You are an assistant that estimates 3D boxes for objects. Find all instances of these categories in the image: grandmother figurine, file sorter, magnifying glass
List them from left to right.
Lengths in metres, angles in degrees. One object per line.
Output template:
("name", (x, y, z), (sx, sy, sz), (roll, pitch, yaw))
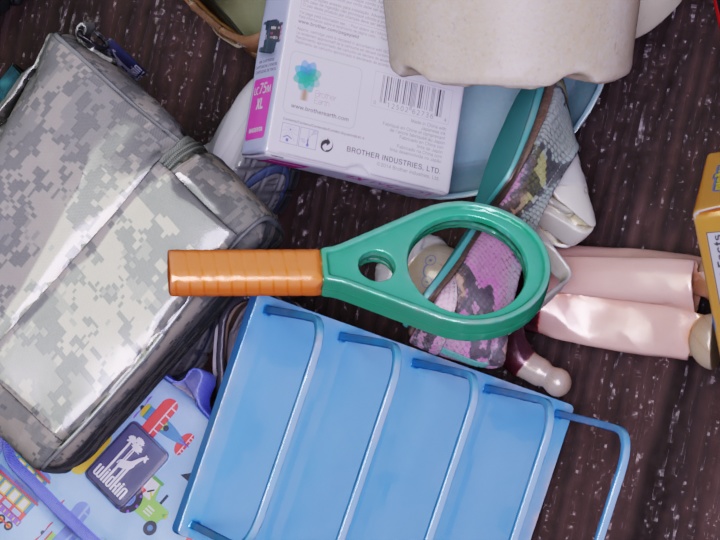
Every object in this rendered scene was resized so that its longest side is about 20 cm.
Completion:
("magnifying glass", (0.000, 0.000, 1.488), (0.199, 0.022, 0.080), (-1, 55, -7))
("file sorter", (0.025, 0.111, 1.549), (0.199, 0.123, 0.139), (20, 86, -18))
("grandmother figurine", (0.105, 0.008, 1.625), (0.199, 0.061, 0.122), (4, 61, 15))

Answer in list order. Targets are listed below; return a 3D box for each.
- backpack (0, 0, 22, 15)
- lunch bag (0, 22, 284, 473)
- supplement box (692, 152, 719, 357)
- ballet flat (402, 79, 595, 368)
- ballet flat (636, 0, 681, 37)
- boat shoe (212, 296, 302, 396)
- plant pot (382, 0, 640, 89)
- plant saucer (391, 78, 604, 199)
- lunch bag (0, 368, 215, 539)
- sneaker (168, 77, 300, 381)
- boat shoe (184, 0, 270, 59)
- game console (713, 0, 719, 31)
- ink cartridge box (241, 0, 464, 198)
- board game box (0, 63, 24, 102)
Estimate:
("backpack", (-0.298, -0.251, 1.745), (0.199, 0.153, 0.176), (25, 94, 26))
("lunch bag", (-0.159, -0.013, 1.563), (0.168, 0.139, 0.200), (42, 90, 3))
("supplement box", (0.225, 0.034, 1.522), (0.068, 0.067, 0.201), (-3, 119, 17))
("ballet flat", (0.087, -0.021, 1.571), (0.071, 0.069, 0.200), (31, 52, -5))
("ballet flat", (0.184, -0.222, 1.616), (0.069, 0.069, 0.200), (28, 78, 19))
("boat shoe", (-0.045, 0.108, 1.651), (0.074, 0.060, 0.201), (-9, 79, 14))
("plant pot", (0.082, -0.196, 1.547), (0.200, 0.200, 0.184), (3, 100, 17))
("plant saucer", (0.055, -0.137, 1.676), (0.199, 0.036, 0.201), (-3, 79, 17))
("lunch bag", (-0.139, 0.141, 1.643), (0.150, 0.094, 0.200), (39, 99, 23))
("sneaker", (-0.104, -0.030, 1.679), (0.087, 0.074, 0.200), (35, 101, 27))
("boat shoe", (-0.082, -0.186, 1.682), (0.200, 0.074, 0.076), (44, 107, 38))
("game console", (0.288, -0.140, 1.567), (0.118, 0.172, 0.201), (-22, 73, 41))
("ink cartridge box", (0.006, -0.150, 1.619), (0.042, 0.119, 0.201), (0, 79, 62))
("board game box", (-0.232, -0.011, 1.720), (0.200, 0.028, 0.135), (-51, 47, 4))
